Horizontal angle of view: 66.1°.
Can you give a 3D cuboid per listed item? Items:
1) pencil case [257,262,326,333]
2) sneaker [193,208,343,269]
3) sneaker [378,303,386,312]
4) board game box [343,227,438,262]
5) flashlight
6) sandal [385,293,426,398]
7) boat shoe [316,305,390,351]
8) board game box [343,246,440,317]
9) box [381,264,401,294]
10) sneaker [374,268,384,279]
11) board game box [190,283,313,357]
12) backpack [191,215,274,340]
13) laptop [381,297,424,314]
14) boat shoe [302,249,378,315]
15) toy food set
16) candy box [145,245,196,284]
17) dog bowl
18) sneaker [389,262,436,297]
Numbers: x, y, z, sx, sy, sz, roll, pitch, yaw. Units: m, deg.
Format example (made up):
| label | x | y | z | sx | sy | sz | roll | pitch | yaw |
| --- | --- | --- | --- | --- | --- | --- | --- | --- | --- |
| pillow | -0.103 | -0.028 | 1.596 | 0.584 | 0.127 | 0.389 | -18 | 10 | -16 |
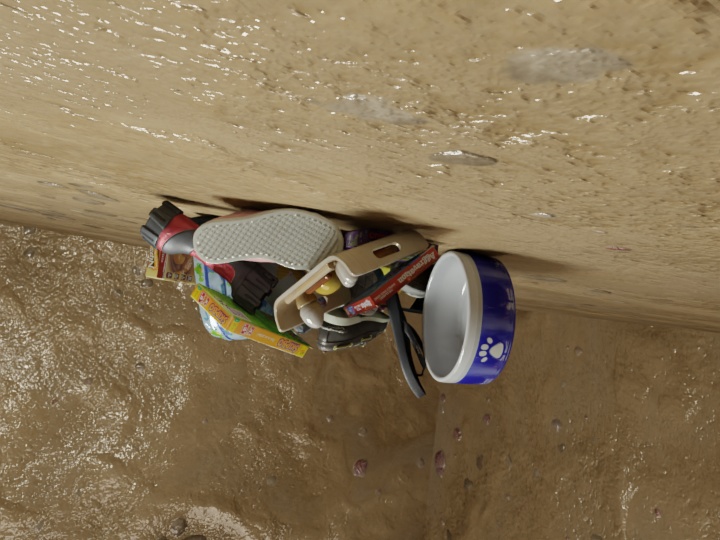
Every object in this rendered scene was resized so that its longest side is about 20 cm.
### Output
| label | x | y | z | sx | sy | sz | roll | pitch | yaw |
| --- | --- | --- | --- | --- | --- | --- | --- | --- | --- |
| pencil case | -0.138 | 0.013 | 0.889 | 0.090 | 0.084 | 0.200 | -27 | 118 | 39 |
| sneaker | -0.114 | -0.048 | 0.742 | 0.194 | 0.078 | 0.105 | 0 | -169 | 6 |
| sneaker | 0.010 | 0.082 | 1.208 | 0.073 | 0.088 | 0.200 | 36 | -160 | 3 |
| board game box | 0.026 | -0.036 | 0.881 | 0.117 | 0.033 | 0.199 | 7 | 177 | -22 |
| flashlight | -0.218 | -0.014 | 0.794 | 0.198 | 0.068 | 0.068 | 39 | -144 | 0 |
| sandal | 0.082 | 0.115 | 0.949 | 0.042 | 0.206 | 0.076 | -16 | 170 | 9 |
| boat shoe | -0.012 | 0.095 | 0.923 | 0.070 | 0.062 | 0.200 | 19 | -174 | 29 |
| board game box | 0.035 | 0.021 | 0.754 | 0.020 | 0.102 | 0.200 | 52 | 167 | 0 |
| box | 0.000 | 0.000 | 1.068 | 0.196 | 0.076 | 0.051 | 12 | -145 | -33 |
| sneaker | -0.040 | 0.045 | 1.013 | 0.196 | 0.079 | 0.085 | -22 | 147 | 17 |
| board game box | -0.155 | 0.080 | 0.827 | 0.095 | 0.030 | 0.199 | 34 | -178 | 35 |
| backpack | -0.222 | 0.020 | 0.973 | 0.149 | 0.207 | 0.163 | 6 | 176 | 16 |
| laptop | 0.156 | 0.040 | 1.135 | 0.175 | 0.201 | 0.104 | 5 | 138 | 48 |
| boat shoe | -0.044 | -0.003 | 0.874 | 0.200 | 0.076 | 0.071 | 43 | 167 | -23 |
| toy food set | -0.015 | 0.019 | 0.730 | 0.141 | 0.062 | 0.199 | -21 | 171 | -41 |
| candy box | -0.311 | -0.032 | 1.069 | 0.054 | 0.119 | 0.198 | 7 | 176 | 30 |
| dog bowl | 0.166 | 0.075 | 0.879 | 0.076 | 0.207 | 0.200 | 6 | 177 | -12 |
| sneaker | 0.099 | 0.025 | 1.026 | 0.083 | 0.075 | 0.198 | -27 | 161 | 30 |
